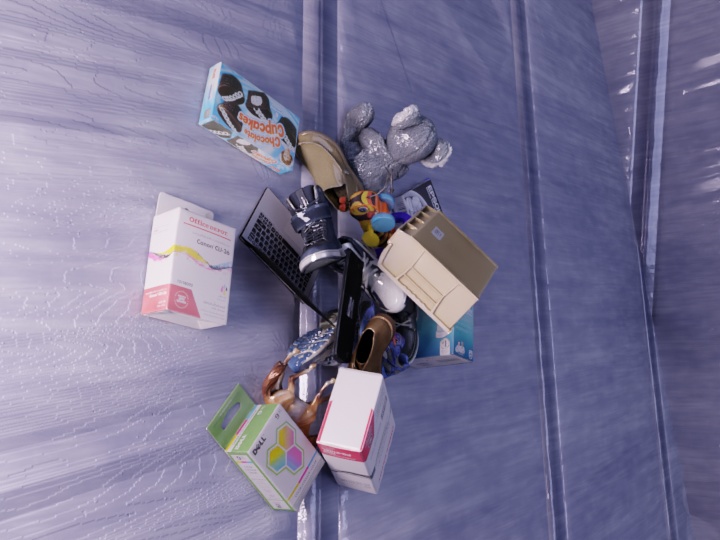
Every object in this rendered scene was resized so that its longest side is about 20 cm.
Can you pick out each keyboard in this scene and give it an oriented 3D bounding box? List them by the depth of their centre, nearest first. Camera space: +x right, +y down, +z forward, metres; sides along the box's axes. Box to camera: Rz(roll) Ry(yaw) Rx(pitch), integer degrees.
[{"bbox_3d":[-0.030,0.068,1.307,0.104,0.039,0.201,48,47,-60],"label":"keyboard"}]

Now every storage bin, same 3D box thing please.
[{"bbox_3d":[0.151,-0.012,1.424,0.198,0.094,0.200,43,28,3],"label":"storage bin"}]

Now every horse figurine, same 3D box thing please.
[{"bbox_3d":[-0.108,0.219,1.262,0.133,0.050,0.200,-50,131,-7],"label":"horse figurine"}]

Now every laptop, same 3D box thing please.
[{"bbox_3d":[-0.108,-0.027,1.300,0.187,0.116,0.201,49,46,-32],"label":"laptop"}]

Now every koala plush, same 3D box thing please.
[{"bbox_3d":[0.076,-0.255,1.520,0.177,0.199,0.184,47,42,-34],"label":"koala plush"}]

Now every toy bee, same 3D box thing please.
[{"bbox_3d":[0.015,-0.121,1.438,0.131,0.108,0.201,-85,172,-56],"label":"toy bee"}]

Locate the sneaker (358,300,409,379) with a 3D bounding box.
[{"bbox_3d":[0.045,0.131,1.441,0.076,0.078,0.201,-91,165,-47],"label":"sneaker"}]

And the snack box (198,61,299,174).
[{"bbox_3d":[-0.194,-0.268,1.322,0.200,0.037,0.117,28,59,-45],"label":"snack box"}]

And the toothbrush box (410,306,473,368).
[{"bbox_3d":[0.160,0.099,1.582,0.085,0.146,0.201,25,60,-46],"label":"toothbrush box"}]

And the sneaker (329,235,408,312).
[{"bbox_3d":[0.000,0.000,1.400,0.129,0.080,0.199,18,31,-45],"label":"sneaker"}]

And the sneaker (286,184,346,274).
[{"bbox_3d":[-0.085,-0.074,1.269,0.202,0.077,0.147,-43,112,-85],"label":"sneaker"}]

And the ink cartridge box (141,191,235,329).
[{"bbox_3d":[-0.261,-0.020,1.141,0.116,0.067,0.201,22,64,-47],"label":"ink cartridge box"}]

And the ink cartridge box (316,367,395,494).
[{"bbox_3d":[-0.002,0.287,1.308,0.200,0.084,0.145,76,27,-53],"label":"ink cartridge box"}]

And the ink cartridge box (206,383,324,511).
[{"bbox_3d":[-0.151,0.287,1.202,0.200,0.059,0.104,57,43,-24],"label":"ink cartridge box"}]

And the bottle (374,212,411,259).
[{"bbox_3d":[0.058,-0.031,1.538,0.065,0.083,0.201,48,45,-34],"label":"bottle"}]

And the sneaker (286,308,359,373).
[{"bbox_3d":[-0.057,0.144,1.353,0.200,0.077,0.086,-38,114,-49],"label":"sneaker"}]

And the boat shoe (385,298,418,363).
[{"bbox_3d":[0.083,0.095,1.534,0.060,0.075,0.201,84,1,-66],"label":"boat shoe"}]

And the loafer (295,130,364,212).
[{"bbox_3d":[-0.060,-0.191,1.440,0.200,0.076,0.068,45,42,-35],"label":"loafer"}]

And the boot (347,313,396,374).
[{"bbox_3d":[0.003,0.176,1.361,0.075,0.073,0.201,-33,144,-57],"label":"boot"}]

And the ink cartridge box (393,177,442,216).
[{"bbox_3d":[0.164,-0.107,1.730,0.200,0.043,0.199,-35,108,-52],"label":"ink cartridge box"}]
